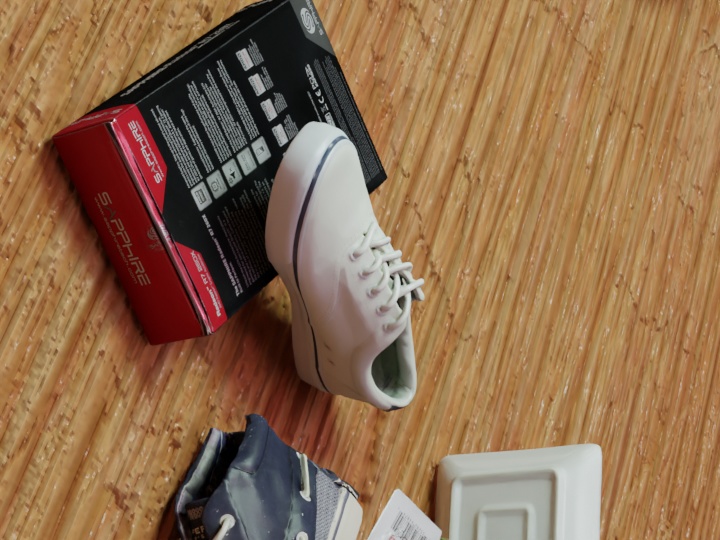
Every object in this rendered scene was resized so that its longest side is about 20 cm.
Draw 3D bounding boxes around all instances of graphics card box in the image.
[{"bbox_3d":[-0.070,-0.060,1.123,0.200,0.051,0.126,-44,114,-49],"label":"graphics card box"}]

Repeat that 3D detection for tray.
[{"bbox_3d":[0.084,0.196,1.199,0.022,0.107,0.201,39,49,-55],"label":"tray"}]

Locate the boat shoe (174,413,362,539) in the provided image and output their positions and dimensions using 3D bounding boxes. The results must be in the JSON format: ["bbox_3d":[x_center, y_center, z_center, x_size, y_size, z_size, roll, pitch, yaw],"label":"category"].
[{"bbox_3d":[-0.066,0.166,1.051,0.093,0.075,0.200,45,38,-26],"label":"boat shoe"}]

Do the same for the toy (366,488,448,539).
[{"bbox_3d":[0.001,0.231,1.121,0.115,0.047,0.200,47,59,-21],"label":"toy"}]

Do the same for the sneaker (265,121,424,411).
[{"bbox_3d":[0.000,0.000,1.108,0.073,0.071,0.200,-58,155,-30],"label":"sneaker"}]
